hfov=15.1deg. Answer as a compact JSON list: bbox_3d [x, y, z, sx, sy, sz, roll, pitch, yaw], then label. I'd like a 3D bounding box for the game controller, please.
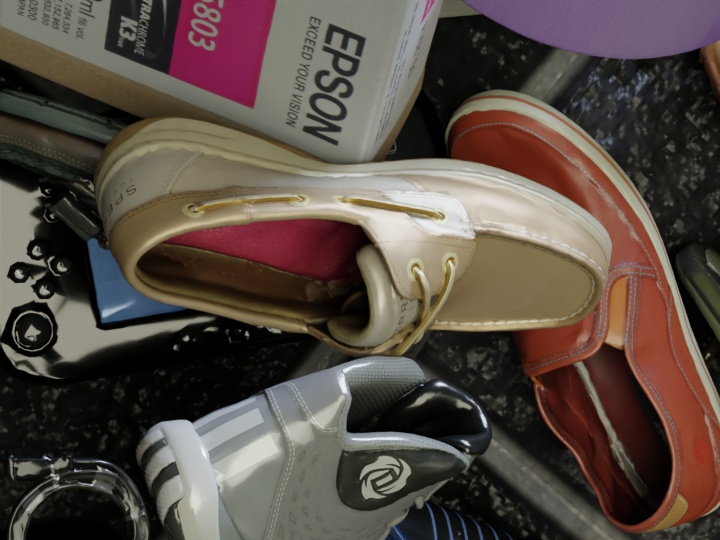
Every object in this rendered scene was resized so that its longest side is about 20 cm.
[{"bbox_3d":[-0.059,-0.019,1.102,0.200,0.042,0.104,-11,101,-15],"label":"game controller"}]

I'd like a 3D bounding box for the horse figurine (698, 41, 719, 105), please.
[{"bbox_3d":[0.211,-0.015,1.161,0.132,0.050,0.200,1,84,-30],"label":"horse figurine"}]

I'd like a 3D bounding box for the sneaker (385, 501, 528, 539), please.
[{"bbox_3d":[0.032,0.134,1.140,0.200,0.078,0.070,29,104,4],"label":"sneaker"}]

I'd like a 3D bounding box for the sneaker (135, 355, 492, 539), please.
[{"bbox_3d":[0.005,0.094,1.014,0.115,0.075,0.200,-29,149,4],"label":"sneaker"}]

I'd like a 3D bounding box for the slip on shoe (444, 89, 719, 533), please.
[{"bbox_3d":[0.091,0.018,1.119,0.061,0.074,0.200,-31,97,-51],"label":"slip on shoe"}]

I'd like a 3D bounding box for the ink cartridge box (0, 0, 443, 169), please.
[{"bbox_3d":[-0.047,-0.135,0.985,0.165,0.200,0.075,23,53,6],"label":"ink cartridge box"}]

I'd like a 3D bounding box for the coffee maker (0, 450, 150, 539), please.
[{"bbox_3d":[-0.112,0.154,1.027,0.135,0.200,0.192,13,92,-17],"label":"coffee maker"}]

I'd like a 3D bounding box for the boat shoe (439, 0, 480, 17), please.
[{"bbox_3d":[0.027,-0.147,1.097,0.200,0.072,0.069,-3,67,-1],"label":"boat shoe"}]

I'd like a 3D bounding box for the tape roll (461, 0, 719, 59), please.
[{"bbox_3d":[0.097,-0.185,1.060,0.200,0.066,0.200,8,63,-16],"label":"tape roll"}]

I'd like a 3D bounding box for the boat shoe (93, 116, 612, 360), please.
[{"bbox_3d":[0.000,0.000,0.998,0.200,0.069,0.074,8,130,-15],"label":"boat shoe"}]

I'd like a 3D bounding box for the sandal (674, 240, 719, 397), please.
[{"bbox_3d":[0.173,0.084,1.165,0.057,0.080,0.201,-20,98,14],"label":"sandal"}]

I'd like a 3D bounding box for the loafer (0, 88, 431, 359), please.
[{"bbox_3d":[-0.058,-0.013,1.054,0.200,0.072,0.063,19,92,-15],"label":"loafer"}]
